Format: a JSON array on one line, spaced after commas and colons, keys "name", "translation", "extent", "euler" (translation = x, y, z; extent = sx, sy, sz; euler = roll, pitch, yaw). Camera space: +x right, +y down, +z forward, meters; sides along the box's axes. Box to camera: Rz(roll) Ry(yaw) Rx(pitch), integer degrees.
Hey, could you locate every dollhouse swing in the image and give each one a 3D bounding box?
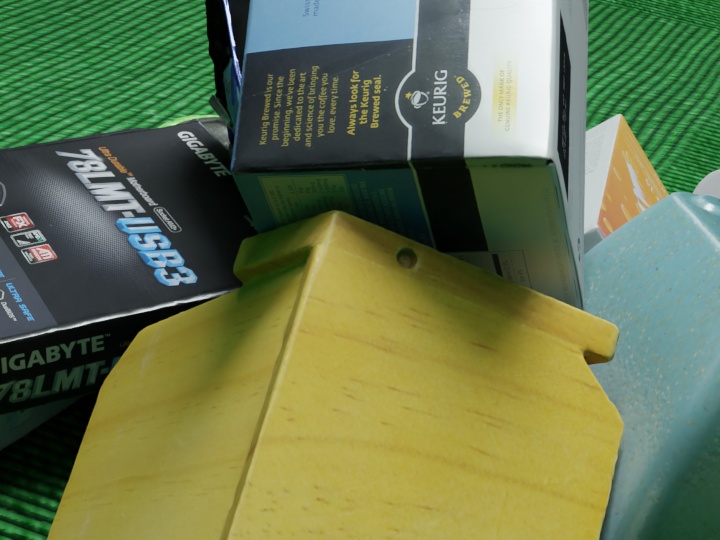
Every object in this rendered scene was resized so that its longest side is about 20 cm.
[{"name": "dollhouse swing", "translation": [-0.022, 0.108, 0.827], "extent": [0.182, 0.176, 0.200], "euler": [22, 63, -12]}]

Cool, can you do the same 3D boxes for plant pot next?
[{"name": "plant pot", "translation": [0.165, 0.083, 0.876], "extent": [0.196, 0.200, 0.196], "euler": [13, 20, -18]}]

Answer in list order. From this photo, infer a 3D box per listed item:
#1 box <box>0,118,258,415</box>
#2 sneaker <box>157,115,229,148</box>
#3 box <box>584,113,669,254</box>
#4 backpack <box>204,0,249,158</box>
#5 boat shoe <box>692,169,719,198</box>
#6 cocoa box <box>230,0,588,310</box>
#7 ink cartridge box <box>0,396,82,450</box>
[{"name": "box", "translation": [-0.138, -0.009, 1.058], "extent": [0.198, 0.050, 0.200], "euler": [-13, 33, -22]}, {"name": "sneaker", "translation": [-0.063, -0.056, 1.310], "extent": [0.200, 0.077, 0.084], "euler": [-4, 23, -27]}, {"name": "box", "translation": [0.128, 0.012, 1.125], "extent": [0.097, 0.124, 0.200], "euler": [-28, 14, 20]}, {"name": "backpack", "translation": [0.014, -0.084, 1.037], "extent": [0.182, 0.135, 0.200], "euler": [-4, 54, -11]}, {"name": "boat shoe", "translation": [0.287, 0.005, 1.195], "extent": [0.200, 0.071, 0.070], "euler": [29, 2, 22]}, {"name": "cocoa box", "translation": [0.028, -0.093, 0.875], "extent": [0.131, 0.133, 0.200], "euler": [-2, 60, 11]}, {"name": "ink cartridge box", "translation": [-0.209, 0.021, 1.107], "extent": [0.160, 0.047, 0.200], "euler": [18, 26, 20]}]
